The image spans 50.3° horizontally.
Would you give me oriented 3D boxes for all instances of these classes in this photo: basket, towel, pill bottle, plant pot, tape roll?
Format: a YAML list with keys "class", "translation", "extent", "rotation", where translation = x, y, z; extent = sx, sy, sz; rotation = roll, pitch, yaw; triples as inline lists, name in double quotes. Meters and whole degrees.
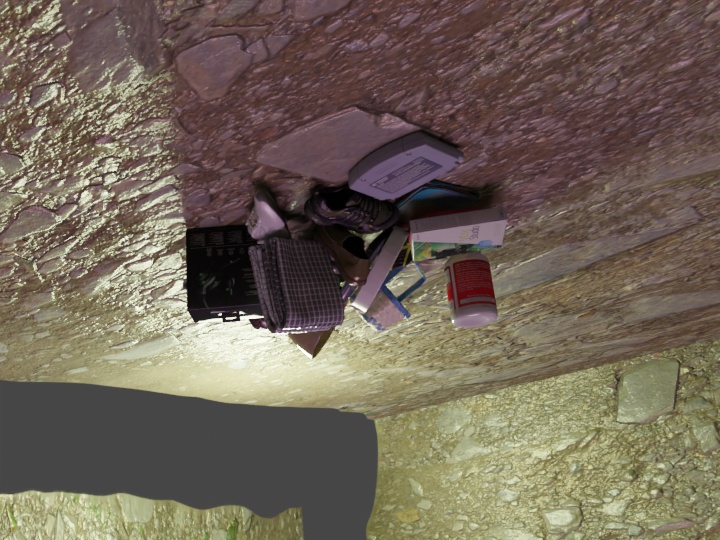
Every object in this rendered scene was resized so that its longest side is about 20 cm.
- class: "basket"
  translation: [0.078, 0.055, 1.983]
  extent: [0.200, 0.139, 0.176]
  rotation: [-36, 154, 0]
- class: "towel"
  translation: [-0.125, 0.026, 1.581]
  extent: [0.165, 0.200, 0.086]
  rotation: [-2, 163, -43]
- class: "towel"
  translation: [0.142, -0.133, 1.647]
  extent: [0.147, 0.022, 0.200]
  rotation: [8, 155, -32]
- class: "pill bottle"
  translation: [0.262, 0.029, 1.850]
  extent: [0.112, 0.200, 0.112]
  rotation: [-5, 160, -2]
- class: "plant pot"
  translation: [-0.133, 0.113, 2.025]
  extent: [0.134, 0.200, 0.200]
  rotation: [30, 160, 8]
- class: "tape roll"
  translation: [0.043, -0.002, 1.667]
  extent: [0.037, 0.203, 0.203]
  rotation: [28, 156, 1]

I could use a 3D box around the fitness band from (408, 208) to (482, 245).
- class: "fitness band"
  translation: [0.205, -0.086, 1.697]
  extent: [0.200, 0.037, 0.144]
  rotation: [-3, 156, -7]

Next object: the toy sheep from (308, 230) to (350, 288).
- class: "toy sheep"
  translation: [-0.076, -0.021, 1.728]
  extent: [0.138, 0.138, 0.200]
  rotation: [13, 117, -41]

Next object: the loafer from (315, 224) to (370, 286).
- class: "loafer"
  translation: [-0.029, -0.054, 1.595]
  extent: [0.076, 0.200, 0.067]
  rotation: [3, 132, -41]

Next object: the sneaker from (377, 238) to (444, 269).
- class: "sneaker"
  translation: [0.136, -0.058, 1.799]
  extent: [0.200, 0.076, 0.076]
  rotation: [-11, -167, -1]

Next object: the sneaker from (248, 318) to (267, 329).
- class: "sneaker"
  translation: [-0.232, 0.090, 1.848]
  extent: [0.076, 0.116, 0.200]
  rotation: [-29, -167, -24]

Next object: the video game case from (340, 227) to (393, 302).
- class: "video game case"
  translation: [0.000, 0.000, 1.719]
  extent: [0.200, 0.019, 0.143]
  rotation: [-57, 175, 29]

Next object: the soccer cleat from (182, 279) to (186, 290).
- class: "soccer cleat"
  translation: [-0.343, 0.021, 1.850]
  extent: [0.200, 0.069, 0.085]
  rotation: [-15, 162, 35]

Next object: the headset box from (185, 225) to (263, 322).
- class: "headset box"
  translation: [-0.283, 0.013, 1.656]
  extent: [0.174, 0.200, 0.093]
  rotation: [-5, 159, -4]

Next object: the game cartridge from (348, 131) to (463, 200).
- class: "game cartridge"
  translation: [0.078, -0.195, 1.448]
  extent: [0.133, 0.042, 0.200]
  rotation: [20, 148, -41]

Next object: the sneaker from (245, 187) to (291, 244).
- class: "sneaker"
  translation: [-0.194, -0.099, 1.552]
  extent: [0.080, 0.071, 0.200]
  rotation: [-20, 159, -3]

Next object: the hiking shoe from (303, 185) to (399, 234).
- class: "hiking shoe"
  translation: [-0.008, -0.125, 1.547]
  extent: [0.200, 0.076, 0.101]
  rotation: [2, 161, -18]

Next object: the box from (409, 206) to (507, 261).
- class: "box"
  translation: [0.205, -0.075, 1.630]
  extent: [0.200, 0.036, 0.144]
  rotation: [-7, 157, 3]
